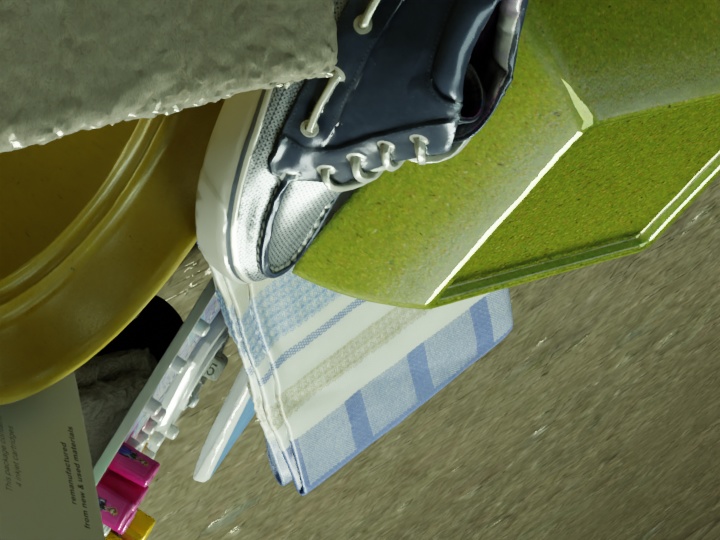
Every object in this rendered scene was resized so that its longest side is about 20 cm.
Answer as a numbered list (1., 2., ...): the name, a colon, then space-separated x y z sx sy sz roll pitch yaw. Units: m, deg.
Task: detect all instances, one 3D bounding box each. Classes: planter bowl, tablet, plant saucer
1. planter bowl: -0.123 -0.054 1.090 0.200 0.083 0.200 -48 160 -24
2. tablet: -0.024 0.005 1.384 0.130 0.014 0.200 -56 175 -47
3. plant saucer: 0.098 -0.052 1.214 0.200 0.048 0.200 -15 156 -39

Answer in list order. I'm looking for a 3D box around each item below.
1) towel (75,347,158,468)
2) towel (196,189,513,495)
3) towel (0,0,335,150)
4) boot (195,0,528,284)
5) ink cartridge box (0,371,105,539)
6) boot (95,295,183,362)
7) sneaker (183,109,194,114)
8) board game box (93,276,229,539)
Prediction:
1. towel: -0.189 0.103 1.318 0.200 0.034 0.133 -19 155 -34
2. towel: 0.000 0.000 1.282 0.147 0.024 0.200 -37 141 -18
3. towel: -0.085 -0.114 0.961 0.034 0.133 0.200 2 -167 41
4. boot: 0.000 -0.057 1.116 0.073 0.090 0.200 -36 152 -44
5. ink cartridge box: -0.223 0.100 1.115 0.200 0.145 0.147 20 127 -33
6. boot: -0.097 -0.013 1.343 0.165 0.066 0.200 -17 150 -53
7. sneaker: -0.017 -0.098 1.246 0.087 0.075 0.200 -47 161 18
8. board game box: -0.074 0.048 1.364 0.200 0.026 0.200 -58 177 -14
